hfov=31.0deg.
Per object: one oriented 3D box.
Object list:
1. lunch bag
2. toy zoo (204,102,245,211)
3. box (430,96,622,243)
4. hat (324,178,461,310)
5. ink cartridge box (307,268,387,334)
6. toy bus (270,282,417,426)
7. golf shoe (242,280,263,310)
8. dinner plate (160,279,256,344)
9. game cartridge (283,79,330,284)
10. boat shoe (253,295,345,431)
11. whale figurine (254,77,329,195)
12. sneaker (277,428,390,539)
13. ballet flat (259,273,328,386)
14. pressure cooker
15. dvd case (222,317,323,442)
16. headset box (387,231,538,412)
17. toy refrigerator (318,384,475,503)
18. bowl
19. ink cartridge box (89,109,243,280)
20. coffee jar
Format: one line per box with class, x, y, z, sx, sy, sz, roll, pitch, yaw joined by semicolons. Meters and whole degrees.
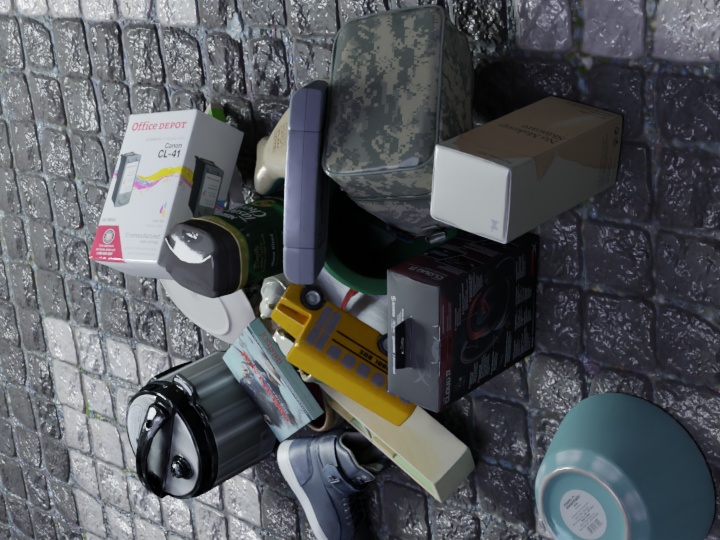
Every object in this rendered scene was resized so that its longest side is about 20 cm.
lunch bag;0.055;-0.147;1.345;0.139;0.168;0.201;-7;67;27
toy zoo;-0.194;-0.101;1.696;0.131;0.020;0.201;-53;42;44
box;0.165;-0.102;1.277;0.095;0.200;0.078;22;123;34
hat;0.017;-0.056;1.519;0.166;0.200;0.176;55;-178;-3
ink cartridge box;0.000;0.000;1.603;0.196;0.043;0.201;31;124;31
toy bus;-0.017;0.097;1.536;0.200;0.078;0.065;31;153;-3
golf shoe;-0.153;0.002;1.739;0.095;0.078;0.200;47;142;4
dinner plate;-0.215;0.028;1.726;0.200;0.024;0.201;32;148;23
game cartridge;-0.054;-0.093;1.348;0.041;0.133;0.201;5;102;8
boat shoe;-0.082;0.120;1.703;0.074;0.069;0.200;-32;89;22
whale figurine;-0.048;-0.144;1.536;0.200;0.103;0.160;-24;57;49
sneaker;-0.005;0.298;1.718;0.146;0.077;0.203;-21;109;34
ballet flat;-0.086;0.059;1.614;0.200;0.069;0.070;58;139;28
pressure cooker;-0.229;0.218;1.810;0.178;0.200;0.177;-17;97;47
dvd case;-0.117;0.146;1.686;0.146;0.022;0.200;55;158;3
headset box;0.105;0.050;1.406;0.075;0.200;0.149;19;121;37
toy refrigerator;0.043;0.194;1.607;0.200;0.070;0.076;39;166;25
bowl;0.269;0.244;1.404;0.200;0.105;0.202;19;120;37
ink cartridge box;-0.244;-0.093;1.632;0.147;0.085;0.201;3;76;44
coffee jar;-0.132;-0.033;1.544;0.104;0.200;0.086;19;118;38
